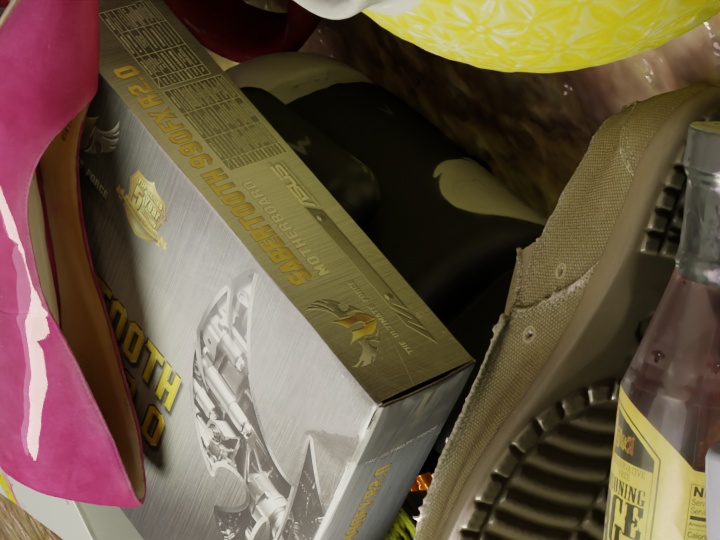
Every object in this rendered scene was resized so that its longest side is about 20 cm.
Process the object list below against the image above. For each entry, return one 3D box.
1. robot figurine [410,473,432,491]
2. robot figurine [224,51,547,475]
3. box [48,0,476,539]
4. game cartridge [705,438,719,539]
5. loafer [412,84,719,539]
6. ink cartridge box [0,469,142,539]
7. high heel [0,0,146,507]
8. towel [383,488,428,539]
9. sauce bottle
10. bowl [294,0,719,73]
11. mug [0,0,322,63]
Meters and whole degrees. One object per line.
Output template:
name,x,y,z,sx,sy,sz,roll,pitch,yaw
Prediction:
robot figurine,0.022,0.141,1.094,0.146,0.058,0.200,57,157,3
robot figurine,-0.001,0.002,0.872,0.200,0.124,0.151,42,129,31
box,-0.059,0.021,0.815,0.200,0.048,0.159,50,139,23
game cartridge,0.165,0.109,0.671,0.040,0.133,0.201,20,138,50
loafer,0.077,0.031,0.727,0.076,0.201,0.067,27,-173,-22
ink cartridge box,-0.143,0.034,1.175,0.200,0.145,0.145,23,141,54
high heel,-0.095,-0.010,0.771,0.095,0.067,0.201,23,114,7
towel,0.059,0.120,0.911,0.086,0.018,0.200,56,-167,11
sauce bottle,0.106,0.057,0.673,0.066,0.066,0.202,17,103,57
bowl,0.018,-0.135,0.683,0.200,0.107,0.201,43,154,28
mug,-0.077,-0.162,0.864,0.199,0.176,0.135,-4,79,60
